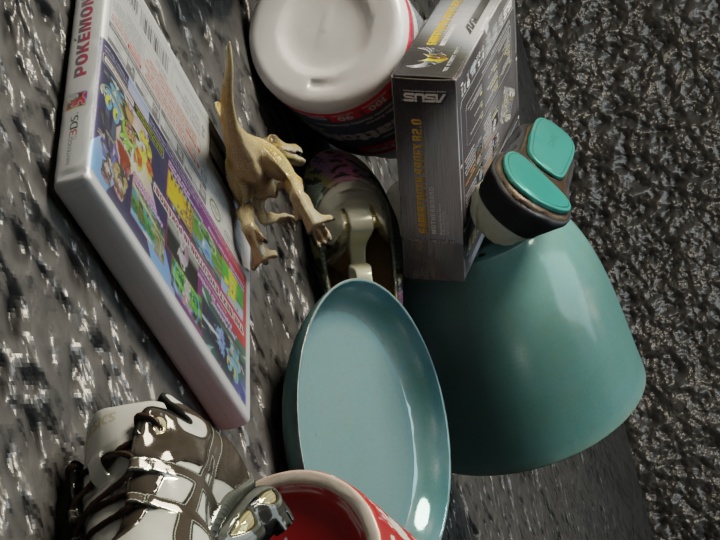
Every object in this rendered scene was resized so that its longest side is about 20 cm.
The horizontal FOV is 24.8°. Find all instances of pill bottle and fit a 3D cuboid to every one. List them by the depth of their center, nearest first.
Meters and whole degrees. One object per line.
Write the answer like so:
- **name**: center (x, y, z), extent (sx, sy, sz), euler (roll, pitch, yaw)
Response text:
- **pill bottle**: center (0.002, -0.153, 1.247), extent (0.200, 0.119, 0.121), euler (33, 43, -70)

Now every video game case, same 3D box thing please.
- **video game case**: center (-0.106, -0.043, 0.884), extent (0.201, 0.023, 0.183), euler (63, 17, -44)

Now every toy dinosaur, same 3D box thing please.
- **toy dinosaur**: center (-0.062, -0.059, 0.958), extent (0.102, 0.058, 0.200), euler (62, 2, 11)

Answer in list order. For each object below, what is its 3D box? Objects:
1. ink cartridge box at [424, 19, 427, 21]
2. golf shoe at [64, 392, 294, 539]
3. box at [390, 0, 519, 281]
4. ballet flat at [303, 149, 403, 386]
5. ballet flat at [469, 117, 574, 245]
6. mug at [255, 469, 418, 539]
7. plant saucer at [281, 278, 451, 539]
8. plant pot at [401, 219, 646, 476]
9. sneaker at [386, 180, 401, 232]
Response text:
- **ink cartridge box**: center (0.128, -0.211, 2.019), extent (0.201, 0.043, 0.199), euler (-87, 158, -48)
- **golf shoe**: center (-0.096, 0.107, 0.671), extent (0.095, 0.077, 0.200), euler (56, 12, -1)
- **box**: center (0.074, -0.110, 1.212), extent (0.200, 0.048, 0.160), euler (-61, 151, -54)
- **ballet flat**: center (0.000, 0.000, 1.167), extent (0.071, 0.068, 0.202), euler (96, -14, -75)
- **ballet flat**: center (0.115, -0.053, 1.171), extent (0.200, 0.072, 0.074), euler (-57, 130, -68)
- **mug**: center (-0.016, 0.187, 0.849), extent (0.134, 0.176, 0.200), euler (-61, 144, -17)
- **plant saucer**: center (0.002, 0.107, 1.059), extent (0.200, 0.027, 0.202), euler (31, 54, -54)
- **plant pot**: center (0.109, 0.035, 1.279), extent (0.201, 0.199, 0.162), euler (-80, 155, -62)
- **sneaker**: center (0.073, 0.016, 1.460), extent (0.086, 0.079, 0.202), euler (26, 55, -87)
